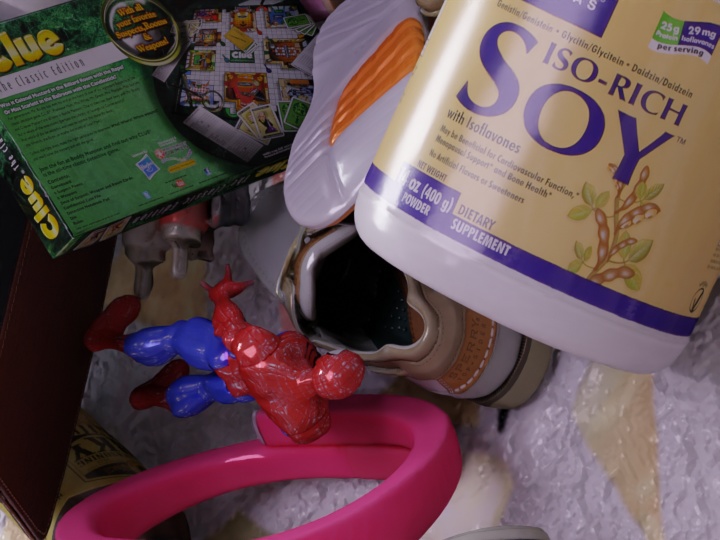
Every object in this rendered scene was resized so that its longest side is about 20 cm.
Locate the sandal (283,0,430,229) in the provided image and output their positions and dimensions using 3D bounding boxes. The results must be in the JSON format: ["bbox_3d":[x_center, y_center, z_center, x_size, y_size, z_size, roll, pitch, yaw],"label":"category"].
[{"bbox_3d":[0.018,-0.072,1.271,0.079,0.059,0.207,-38,20,23],"label":"sandal"}]

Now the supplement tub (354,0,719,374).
[{"bbox_3d":[0.098,-0.076,1.137,0.145,0.145,0.201,32,101,48],"label":"supplement tub"}]

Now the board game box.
[{"bbox_3d":[-0.087,-0.079,1.283,0.023,0.199,0.105,-39,78,43],"label":"board game box"}]

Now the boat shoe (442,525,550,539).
[{"bbox_3d":[0.017,0.173,1.193,0.200,0.074,0.063,-47,51,32],"label":"boat shoe"}]

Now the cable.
[{"bbox_3d":[-0.088,-0.088,1.357,0.097,0.050,0.202,163,104,-66],"label":"cable"}]

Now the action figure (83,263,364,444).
[{"bbox_3d":[-0.054,0.039,1.267,0.052,0.066,0.200,-39,21,-21],"label":"action figure"}]

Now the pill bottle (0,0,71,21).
[{"bbox_3d":[-0.126,-0.205,1.337,0.119,0.119,0.201,12,76,49],"label":"pill bottle"}]

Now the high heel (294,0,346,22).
[{"bbox_3d":[-0.045,-0.208,1.404,0.095,0.067,0.202,-7,83,35],"label":"high heel"}]

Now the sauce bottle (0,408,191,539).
[{"bbox_3d":[-0.121,0.117,1.371,0.200,0.064,0.065,36,103,46],"label":"sauce bottle"}]

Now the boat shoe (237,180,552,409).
[{"bbox_3d":[0.000,0.000,1.274,0.200,0.068,0.075,25,97,50],"label":"boat shoe"}]

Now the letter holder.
[{"bbox_3d":[-0.181,0.007,1.323,0.100,0.142,0.201,6,69,12],"label":"letter holder"}]

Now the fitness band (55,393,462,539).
[{"bbox_3d":[-0.042,0.099,1.236,0.199,0.143,0.038,-5,111,46],"label":"fitness band"}]

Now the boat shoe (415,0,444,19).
[{"bbox_3d":[0.033,-0.187,1.311,0.073,0.063,0.202,-36,52,34],"label":"boat shoe"}]
